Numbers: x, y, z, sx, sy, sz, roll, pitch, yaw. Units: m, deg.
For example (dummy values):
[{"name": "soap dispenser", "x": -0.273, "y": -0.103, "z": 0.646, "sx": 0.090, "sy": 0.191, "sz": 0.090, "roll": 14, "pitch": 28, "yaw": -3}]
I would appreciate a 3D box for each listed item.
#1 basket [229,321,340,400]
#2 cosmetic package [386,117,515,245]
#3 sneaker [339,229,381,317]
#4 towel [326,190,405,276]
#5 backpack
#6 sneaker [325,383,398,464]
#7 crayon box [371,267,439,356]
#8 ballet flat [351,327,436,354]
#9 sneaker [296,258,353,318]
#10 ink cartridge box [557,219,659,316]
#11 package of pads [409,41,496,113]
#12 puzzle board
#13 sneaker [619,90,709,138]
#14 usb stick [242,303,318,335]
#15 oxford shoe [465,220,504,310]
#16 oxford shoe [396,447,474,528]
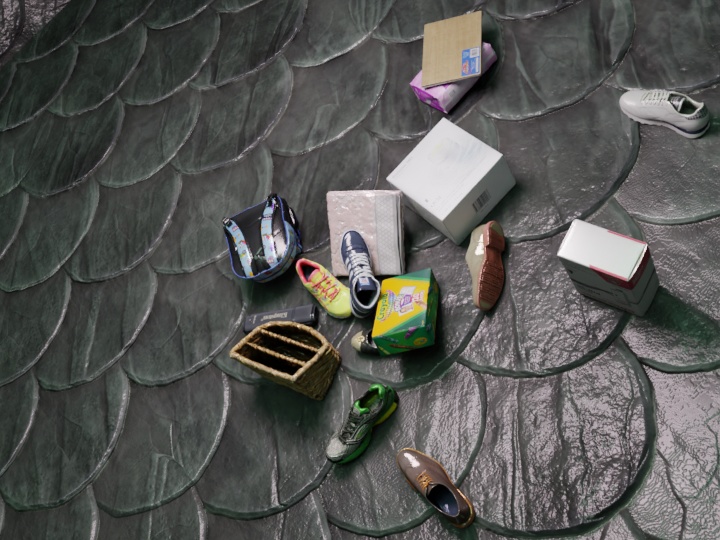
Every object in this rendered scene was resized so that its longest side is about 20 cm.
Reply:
[{"name": "basket", "x": -0.161, "y": 0.180, "z": 1.704, "sx": 0.199, "sy": 0.149, "sz": 0.143, "roll": 16, "pitch": 73, "yaw": 33}, {"name": "cosmetic package", "x": 0.205, "y": -0.206, "z": 1.740, "sx": 0.199, "sy": 0.123, "sz": 0.200, "roll": -47, "pitch": 53, "yaw": -3}, {"name": "sneaker", "x": 0.000, "y": 0.000, "z": 1.686, "sx": 0.070, "sy": 0.109, "sz": 0.202, "roll": -8, "pitch": 83, "yaw": -8}, {"name": "towel", "x": 0.011, "y": -0.084, "z": 1.763, "sx": 0.190, "sy": 0.032, "sz": 0.202, "roll": 1, "pitch": 101, "yaw": 28}, {"name": "backpack", "x": -0.233, "y": -0.060, "z": 1.875, "sx": 0.182, "sy": 0.135, "sz": 0.201, "roll": -25, "pitch": 55, "yaw": 13}, {"name": "sneaker", "x": -0.009, "y": 0.314, "z": 1.595, "sx": 0.078, "sy": 0.085, "sz": 0.200, "roll": 33, "pitch": 83, "yaw": 35}, {"name": "crayon box", "x": 0.099, "y": 0.086, "z": 1.628, "sx": 0.118, "sy": 0.058, "sz": 0.201, "roll": -15, "pitch": 32, "yaw": 20}, {"name": "ballet flat", "x": 0.069, "y": 0.141, "z": 1.663, "sx": 0.199, "sy": 0.057, "sz": 0.067, "roll": -9, "pitch": 62, "yaw": 23}, {"name": "sneaker", "x": -0.085, "y": 0.039, "z": 1.776, "sx": 0.200, "sy": 0.090, "sz": 0.078, "roll": 36, "pitch": 82, "yaw": 34}, {"name": "ink cartridge box", "x": 0.474, "y": -0.001, "z": 1.447, "sx": 0.146, "sy": 0.200, "sz": 0.083, "roll": 24, "pitch": 80, "yaw": 34}, {"name": "package of pads", "x": 0.233, "y": -0.498, "z": 1.908, "sx": 0.200, "sy": 0.076, "sz": 0.120, "roll": -48, "pitch": 51, "yaw": -4}, {"name": "puzzle board", "x": 0.226, "y": -0.543, "z": 1.880, "sx": 0.150, "sy": 0.017, "sz": 0.201, "roll": -7, "pitch": 62, "yaw": 22}, {"name": "sneaker", "x": 0.644, "y": -0.353, "z": 1.621, "sx": 0.199, "sy": 0.080, "sz": 0.077, "roll": 27, "pitch": 80, "yaw": 36}, {"name": "usb stick", "x": -0.192, "y": 0.118, "z": 1.823, "sx": 0.199, "sy": 0.033, "sz": 0.056, "roll": -11, "pitch": 58, "yaw": 22}, {"name": "oxford shoe", "x": 0.264, "y": -0.005, "z": 1.650, "sx": 0.074, "sy": 0.071, "sz": 0.201, "roll": -15, "pitch": 56, "yaw": 49}, {"name": "oxford shoe", "x": 0.138, "y": 0.409, "z": 1.476, "sx": 0.200, "sy": 0.073, "sz": 0.071, "roll": 36, "pitch": 84, "yaw": 36}]
